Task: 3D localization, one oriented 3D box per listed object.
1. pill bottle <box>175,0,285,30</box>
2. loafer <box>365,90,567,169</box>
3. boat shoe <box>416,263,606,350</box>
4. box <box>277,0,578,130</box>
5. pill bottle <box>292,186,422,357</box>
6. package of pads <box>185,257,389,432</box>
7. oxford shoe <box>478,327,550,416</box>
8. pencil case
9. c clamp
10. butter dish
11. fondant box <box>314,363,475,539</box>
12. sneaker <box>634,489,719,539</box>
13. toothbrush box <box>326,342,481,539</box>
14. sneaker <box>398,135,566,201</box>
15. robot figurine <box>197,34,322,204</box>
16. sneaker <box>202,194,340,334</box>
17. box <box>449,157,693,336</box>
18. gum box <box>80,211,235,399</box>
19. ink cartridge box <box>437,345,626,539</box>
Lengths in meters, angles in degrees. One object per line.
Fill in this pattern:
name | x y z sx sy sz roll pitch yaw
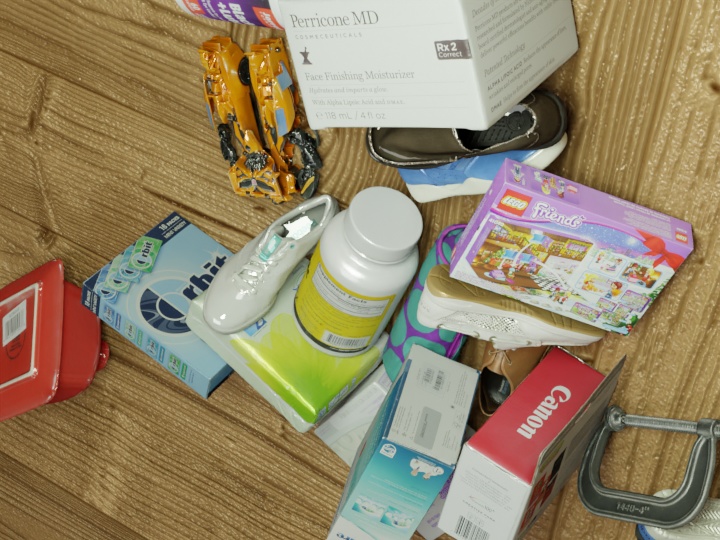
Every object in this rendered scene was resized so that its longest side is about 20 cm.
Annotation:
pill bottle | -0.089 -0.303 1.413 0.199 0.111 0.112 14 125 31
loafer | 0.091 -0.140 1.306 0.199 0.071 0.074 -8 89 23
boat shoe | 0.152 0.048 1.422 0.199 0.071 0.070 14 127 -12
box | 0.066 -0.226 1.280 0.198 0.200 0.131 4 120 36
pill bottle | 0.000 0.000 1.524 0.111 0.111 0.200 40 142 9
package of pads | -0.080 0.070 1.619 0.200 0.154 0.068 43 145 10
oxford shoe | 0.166 0.074 1.490 0.071 0.071 0.201 24 126 27
pencil case | 0.092 0.046 1.518 0.092 0.085 0.201 47 138 25
c clamp | 0.308 0.182 1.433 0.027 0.172 0.199 25 160 -36
butter dish | -0.416 0.107 1.919 0.199 0.147 0.201 -23 62 46
fondant box | 0.062 0.214 1.657 0.200 0.058 0.144 43 135 -4
sneaker | 0.388 0.288 1.460 0.198 0.077 0.111 11 157 4
toothbrush box | 0.046 0.203 1.509 0.085 0.147 0.201 23 134 -1
sneaker | 0.103 -0.139 1.382 0.199 0.077 0.112 -8 122 48
robot figurine | -0.117 -0.162 1.563 0.144 0.058 0.201 8 121 35
sneaker | -0.102 -0.015 1.543 0.075 0.200 0.089 43 171 7
box | 0.204 -0.020 1.359 0.199 0.039 0.137 19 134 -10
gum box | -0.207 0.037 1.681 0.199 0.170 0.045 35 140 15
ink cartridge box | 0.181 0.176 1.451 0.084 0.200 0.176 30 132 19
